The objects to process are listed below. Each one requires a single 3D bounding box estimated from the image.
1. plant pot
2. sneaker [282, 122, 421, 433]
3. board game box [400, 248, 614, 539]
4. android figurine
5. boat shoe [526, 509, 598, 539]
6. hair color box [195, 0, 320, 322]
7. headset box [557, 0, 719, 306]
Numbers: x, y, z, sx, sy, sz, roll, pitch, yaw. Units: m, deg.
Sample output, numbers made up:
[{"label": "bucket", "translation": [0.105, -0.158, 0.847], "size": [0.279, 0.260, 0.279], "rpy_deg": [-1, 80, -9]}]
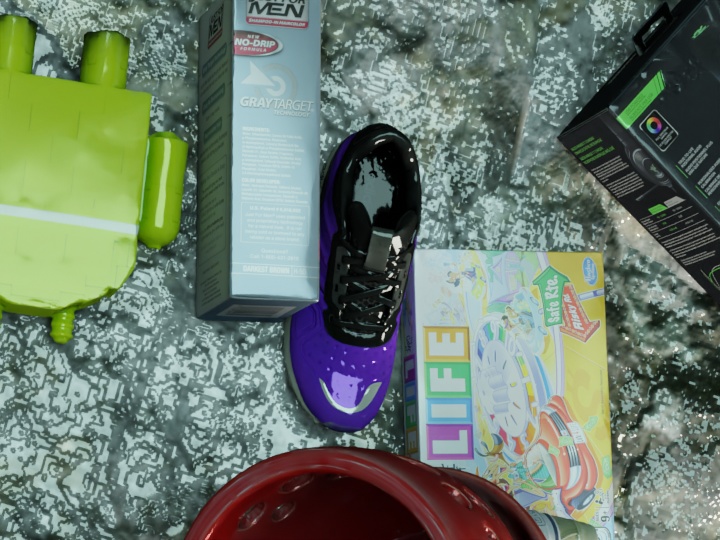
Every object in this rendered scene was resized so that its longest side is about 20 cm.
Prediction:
[{"label": "plant pot", "translation": [0.011, 0.206, 1.402], "size": [0.200, 0.182, 0.201], "rpy_deg": [-3, 83, 24]}, {"label": "sneaker", "translation": [-0.001, 0.000, 1.495], "size": [0.069, 0.100, 0.201], "rpy_deg": [9, 78, -14]}, {"label": "board game box", "translation": [0.096, 0.088, 1.546], "size": [0.134, 0.034, 0.201], "rpy_deg": [0, 81, -17]}, {"label": "android figurine", "translation": [-0.198, -0.056, 1.475], "size": [0.181, 0.041, 0.201], "rpy_deg": [7, 79, -17]}, {"label": "boat shoe", "translation": [0.114, 0.253, 1.494], "size": [0.062, 0.072, 0.201], "rpy_deg": [6, 94, -21]}, {"label": "hair color box", "translation": [-0.065, -0.073, 1.488], "size": [0.060, 0.099, 0.201], "rpy_deg": [2, 81, -16]}, {"label": "headset box", "translation": [0.259, -0.097, 1.597], "size": [0.200, 0.093, 0.174], "rpy_deg": [46, 71, -5]}]
